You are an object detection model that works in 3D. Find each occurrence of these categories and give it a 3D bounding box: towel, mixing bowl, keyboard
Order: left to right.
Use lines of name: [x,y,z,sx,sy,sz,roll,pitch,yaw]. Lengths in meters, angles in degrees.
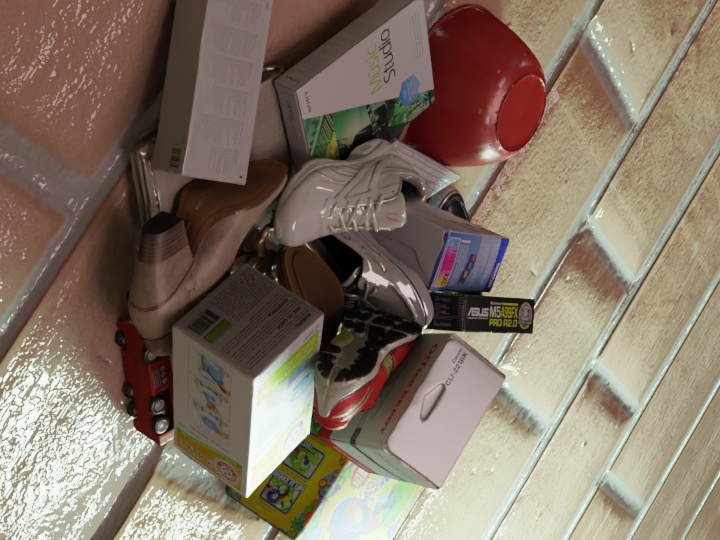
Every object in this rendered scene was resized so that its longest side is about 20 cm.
towel: [-0.146,-0.112,1.325,0.200,0.034,0.133,-34,137,-36]
keyboard: [0.058,-0.114,1.545,0.056,0.011,0.200,-38,159,15]
mixing bowl: [0.151,-0.203,1.580,0.200,0.108,0.201,-32,135,-38]

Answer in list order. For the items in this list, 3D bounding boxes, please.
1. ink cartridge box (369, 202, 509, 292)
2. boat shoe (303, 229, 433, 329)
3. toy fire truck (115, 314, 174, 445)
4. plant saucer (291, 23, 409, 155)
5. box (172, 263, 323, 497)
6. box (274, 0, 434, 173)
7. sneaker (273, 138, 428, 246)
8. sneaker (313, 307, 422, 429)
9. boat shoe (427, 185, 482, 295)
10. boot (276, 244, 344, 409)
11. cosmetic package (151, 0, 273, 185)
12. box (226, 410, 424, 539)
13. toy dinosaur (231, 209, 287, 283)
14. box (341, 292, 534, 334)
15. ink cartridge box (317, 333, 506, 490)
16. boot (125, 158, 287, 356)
ink cartridge box: [0.084,-0.032,1.567,0.200,0.136,0.077,0,112,-60]
boat shoe: [0.000,0.000,1.441,0.200,0.072,0.066,52,40,-15]
toy fire truck: [-0.182,0.111,1.409,0.141,0.049,0.201,-32,133,-38]
plant saucer: [-0.010,-0.180,1.456,0.200,0.029,0.201,-29,133,-38]
box: [-0.114,0.112,1.322,0.112,0.101,0.201,-43,155,-37]
box: [-0.001,-0.189,1.406,0.200,0.036,0.145,-41,141,-27]
sneaker: [-0.003,-0.072,1.363,0.200,0.099,0.078,-32,142,-38]
sneaker: [0.000,0.100,1.367,0.200,0.077,0.085,-36,142,-57]
boat shoe: [0.128,-0.018,1.705,0.070,0.066,0.201,-35,137,-34]
boot: [-0.085,0.069,1.432,0.074,0.154,0.201,-45,119,-47]
cosmetic package: [-0.136,-0.185,1.236,0.082,0.050,0.202,7,94,-47]
box: [-0.028,0.253,1.637,0.193,0.122,0.200,-56,145,-11]
toy dinosaur: [-0.121,-0.008,1.403,0.199,0.058,0.102,-7,119,-50]
box: [0.083,0.047,1.575,0.160,0.199,0.045,6,87,-52]
ink cartridge box: [0.052,0.148,1.445,0.084,0.200,0.145,37,75,-15]
boot: [-0.148,-0.009,1.304,0.199,0.070,0.147,-30,136,-34]
